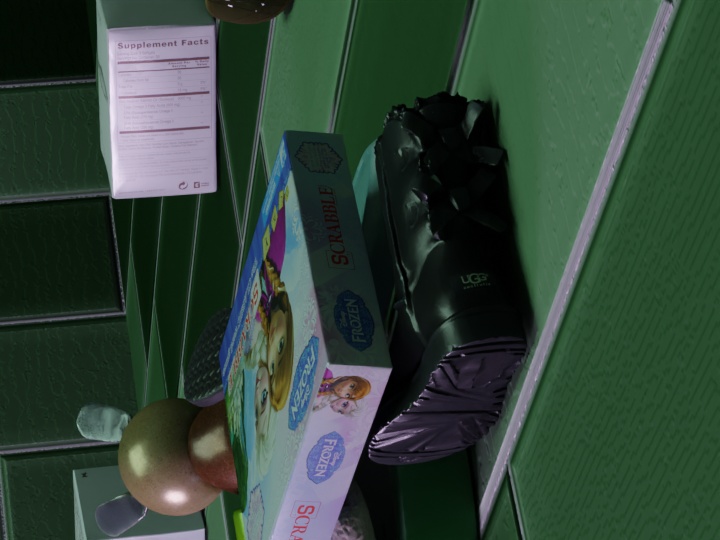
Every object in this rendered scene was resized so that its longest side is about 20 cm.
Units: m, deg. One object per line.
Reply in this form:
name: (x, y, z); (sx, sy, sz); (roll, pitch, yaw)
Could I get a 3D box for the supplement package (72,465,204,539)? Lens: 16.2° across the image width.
supplement package: (-0.277, 0.365, 3.179); (0.151, 0.151, 0.201); (-111, 19, -56)

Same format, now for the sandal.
sandal: (-0.071, 0.063, 1.801); (0.200, 0.045, 0.076); (-13, 56, 60)

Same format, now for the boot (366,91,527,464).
boot: (0.039, 0.005, 1.470); (0.198, 0.073, 0.163); (116, 146, -58)

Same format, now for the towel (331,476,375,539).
towel: (-0.019, 0.164, 1.638); (0.200, 0.034, 0.133); (-120, 16, -64)

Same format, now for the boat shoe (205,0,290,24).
boat shoe: (-0.086, -0.267, 2.073); (0.201, 0.071, 0.066); (114, 159, -68)

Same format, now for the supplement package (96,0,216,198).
supplement package: (-0.216, -0.193, 2.679); (0.117, 0.117, 0.201); (-110, 19, -58)

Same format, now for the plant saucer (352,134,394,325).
plant saucer: (0.000, 0.000, 1.649); (0.200, 0.027, 0.201); (-167, 90, -85)

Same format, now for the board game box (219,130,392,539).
board game box: (-0.038, 0.055, 1.541); (0.200, 0.041, 0.201); (-103, 23, -46)

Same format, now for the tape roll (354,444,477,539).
tape roll: (0.032, 0.157, 1.649); (0.200, 0.048, 0.202); (175, 90, -79)

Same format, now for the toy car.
toy car: (-0.132, 0.147, 2.032); (0.158, 0.199, 0.165); (3, -105, -66)
